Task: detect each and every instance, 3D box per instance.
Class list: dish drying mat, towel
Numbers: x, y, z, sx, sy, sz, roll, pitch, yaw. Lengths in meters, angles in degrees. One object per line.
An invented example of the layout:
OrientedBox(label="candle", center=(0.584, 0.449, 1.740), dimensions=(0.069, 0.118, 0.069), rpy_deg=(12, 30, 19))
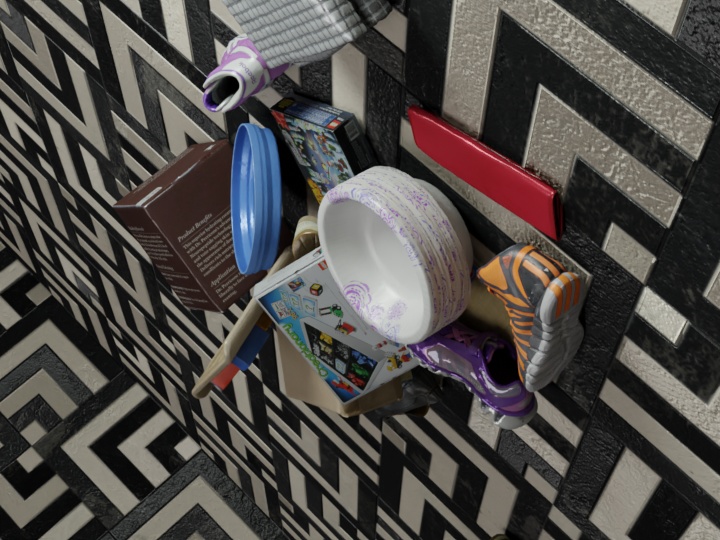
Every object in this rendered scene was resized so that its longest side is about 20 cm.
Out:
OrientedBox(label="dish drying mat", center=(0.129, -0.104, 1.375), dimensions=(0.200, 0.018, 0.077), rpy_deg=(35, 157, 32))
OrientedBox(label="towel", center=(-0.069, -0.297, 1.354), dimensions=(0.166, 0.086, 0.200), rpy_deg=(53, 158, -15))

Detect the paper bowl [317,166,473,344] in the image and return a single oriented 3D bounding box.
OrientedBox(label="paper bowl", center=(0.050, -0.024, 1.525), dimensions=(0.201, 0.104, 0.201), rpy_deg=(38, 144, 34))

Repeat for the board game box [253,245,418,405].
OrientedBox(label="board game box", center=(-0.025, 0.066, 1.665), dimensions=(0.200, 0.126, 0.035), rpy_deg=(53, -162, -25))

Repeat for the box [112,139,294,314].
OrientedBox(label="box", center=(-0.229, -0.065, 1.984), dimensions=(0.200, 0.166, 0.164), rpy_deg=(56, 160, -17))

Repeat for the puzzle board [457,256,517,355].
OrientedBox(label="puzzle board", center=(0.148, 0.049, 1.618), dimensions=(0.151, 0.017, 0.200), rpy_deg=(47, 160, 11))

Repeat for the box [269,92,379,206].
OrientedBox(label="box", center=(-0.023, -0.117, 1.639), dimensions=(0.137, 0.040, 0.200), rpy_deg=(26, 150, 50))

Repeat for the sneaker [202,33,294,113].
OrientedBox(label="sneaker", center=(-0.157, -0.232, 1.609), dimensions=(0.073, 0.114, 0.200), rpy_deg=(51, 162, -8))

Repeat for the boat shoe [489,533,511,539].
OrientedBox(label="boat shoe", center=(0.261, 0.512, 2.133), dimensions=(0.066, 0.072, 0.201), rpy_deg=(20, 141, 62))

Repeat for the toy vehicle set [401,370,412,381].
OrientedBox(label="toy vehicle set", center=(0.012, 0.103, 1.902), dimensions=(0.200, 0.026, 0.125), rpy_deg=(158, 99, -68))

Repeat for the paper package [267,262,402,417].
OrientedBox(label="paper package", center=(-0.038, 0.083, 1.830), dimensions=(0.191, 0.103, 0.200), rpy_deg=(6, 106, 62))

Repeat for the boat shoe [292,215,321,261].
OrientedBox(label="boat shoe", center=(0.000, 0.000, 1.685), dimensions=(0.200, 0.072, 0.065), rpy_deg=(35, -154, -18))

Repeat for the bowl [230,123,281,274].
OrientedBox(label="bowl", center=(-0.139, -0.096, 1.773), dimensions=(0.201, 0.039, 0.201), rpy_deg=(179, 90, -76))

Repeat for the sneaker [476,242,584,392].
OrientedBox(label="sneaker", center=(0.184, 0.041, 1.460), dimensions=(0.112, 0.078, 0.200), rpy_deg=(42, 149, 30))

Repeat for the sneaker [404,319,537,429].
OrientedBox(label="sneaker", center=(0.137, 0.099, 1.606), dimensions=(0.200, 0.080, 0.089), rpy_deg=(38, 151, 19))

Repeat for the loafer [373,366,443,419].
OrientedBox(label="loafer", center=(0.067, 0.191, 1.966), dimensions=(0.072, 0.073, 0.200), rpy_deg=(44, 161, 6))

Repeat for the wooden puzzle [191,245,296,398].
OrientedBox(label="wooden puzzle", center=(-0.144, 0.078, 1.778), dimensions=(0.046, 0.185, 0.200), rpy_deg=(33, 151, -3))
